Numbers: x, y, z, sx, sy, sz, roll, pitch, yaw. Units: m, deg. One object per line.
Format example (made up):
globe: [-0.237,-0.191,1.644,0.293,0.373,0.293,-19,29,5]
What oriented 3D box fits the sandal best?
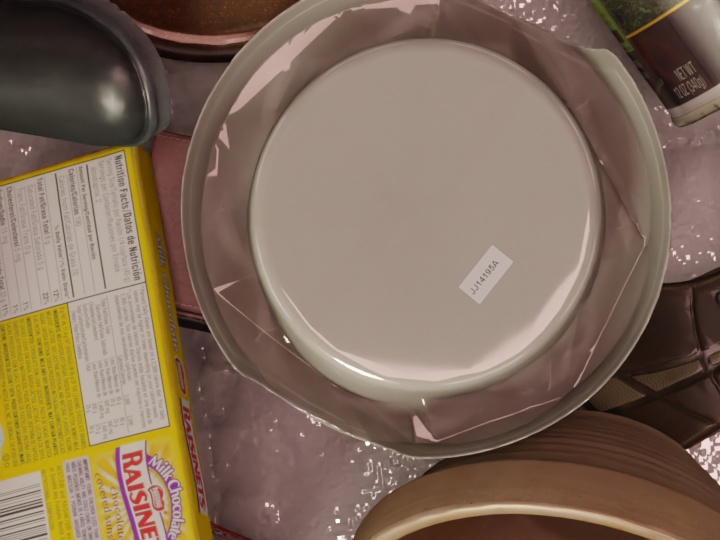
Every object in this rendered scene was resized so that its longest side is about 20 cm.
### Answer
sandal: [0.159,0.029,1.201,0.199,0.055,0.082,-28,75,12]

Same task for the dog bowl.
dog bowl: [0.027,-0.020,1.108,0.198,0.059,0.202,0,83,3]

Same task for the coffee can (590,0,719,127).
coffee can: [0.136,-0.184,1.149,0.146,0.146,0.201,-36,94,-2]

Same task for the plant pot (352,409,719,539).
plant pot: [0.097,0.127,1.165,0.199,0.201,0.093,21,50,-4]

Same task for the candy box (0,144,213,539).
candy box: [-0.121,0.054,1.121,0.101,0.026,0.202,-14,73,12]

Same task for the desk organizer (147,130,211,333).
desk organizer: [0.000,0.000,1.171,0.198,0.072,0.078,12,85,4]

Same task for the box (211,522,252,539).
box: [-0.108,0.204,1.172,0.095,0.100,0.201,22,91,-4]

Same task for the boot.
boot: [-0.197,-0.051,1.095,0.199,0.164,0.066,-30,123,-31]

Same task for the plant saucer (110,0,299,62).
plant saucer: [-0.065,-0.169,1.144,0.198,0.035,0.202,0,125,0]
